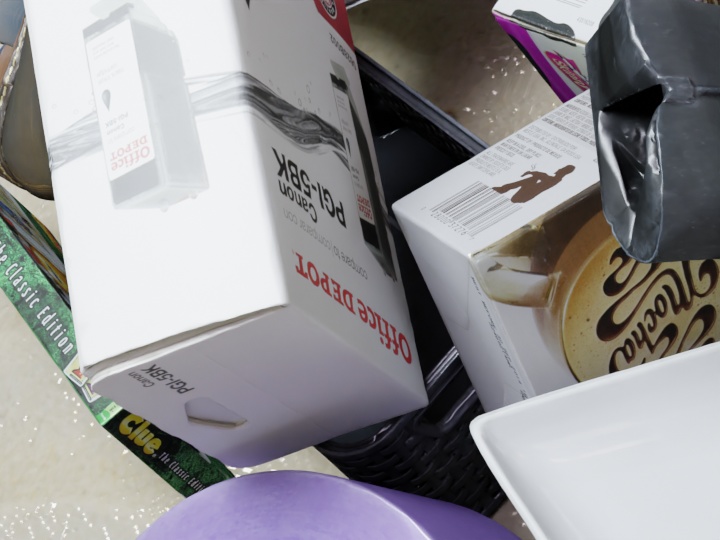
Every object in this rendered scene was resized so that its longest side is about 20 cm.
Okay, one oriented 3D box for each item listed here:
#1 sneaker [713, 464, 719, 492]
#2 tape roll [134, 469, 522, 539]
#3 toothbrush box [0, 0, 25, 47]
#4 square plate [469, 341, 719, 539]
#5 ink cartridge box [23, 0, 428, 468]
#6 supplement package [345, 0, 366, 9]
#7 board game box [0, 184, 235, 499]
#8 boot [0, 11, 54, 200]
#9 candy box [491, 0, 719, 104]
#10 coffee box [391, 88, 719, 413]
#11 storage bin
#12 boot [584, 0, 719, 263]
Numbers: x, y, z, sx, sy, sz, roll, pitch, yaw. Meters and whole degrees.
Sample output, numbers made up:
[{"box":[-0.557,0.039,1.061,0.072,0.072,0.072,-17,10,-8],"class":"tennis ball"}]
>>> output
[{"box":[0.174,0.100,0.954,0.199,0.077,0.112,-16,84,27],"class":"sneaker"},{"box":[-0.012,0.178,0.994,0.199,0.085,0.201,-9,74,33],"class":"tape roll"},{"box":[-0.116,-0.192,1.227,0.086,0.145,0.201,27,94,37],"class":"toothbrush box"},{"box":[0.163,0.096,0.892,0.198,0.029,0.200,-15,46,-15],"class":"square plate"},{"box":[-0.051,-0.045,0.998,0.083,0.147,0.201,-18,68,16],"class":"ink cartridge box"},{"box":[0.028,-0.220,1.133,0.199,0.156,0.111,-23,23,-8],"class":"supplement package"},{"box":[-0.126,0.021,1.167,0.023,0.105,0.200,-40,52,-1],"class":"board game box"},{"box":[-0.101,-0.121,1.125,0.097,0.075,0.201,32,111,58],"class":"boot"},{"box":[0.153,-0.141,1.082,0.061,0.136,0.200,23,77,39],"class":"candy box"},{"box":[0.129,-0.018,0.996,0.200,0.113,0.080,-30,24,-12],"class":"coffee box"},{"box":[0.000,0.000,1.116,0.135,0.094,0.200,-48,51,-3],"class":"storage bin"},{"box":[0.181,-0.013,0.895,0.066,0.199,0.165,-58,36,42],"class":"boot"}]
